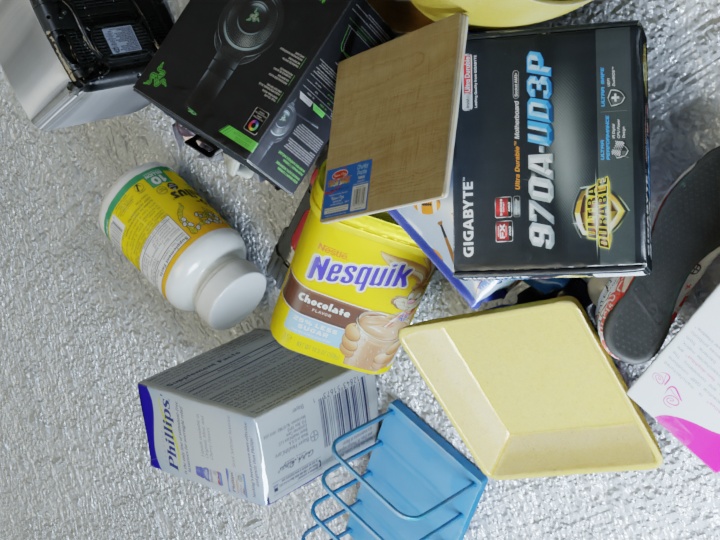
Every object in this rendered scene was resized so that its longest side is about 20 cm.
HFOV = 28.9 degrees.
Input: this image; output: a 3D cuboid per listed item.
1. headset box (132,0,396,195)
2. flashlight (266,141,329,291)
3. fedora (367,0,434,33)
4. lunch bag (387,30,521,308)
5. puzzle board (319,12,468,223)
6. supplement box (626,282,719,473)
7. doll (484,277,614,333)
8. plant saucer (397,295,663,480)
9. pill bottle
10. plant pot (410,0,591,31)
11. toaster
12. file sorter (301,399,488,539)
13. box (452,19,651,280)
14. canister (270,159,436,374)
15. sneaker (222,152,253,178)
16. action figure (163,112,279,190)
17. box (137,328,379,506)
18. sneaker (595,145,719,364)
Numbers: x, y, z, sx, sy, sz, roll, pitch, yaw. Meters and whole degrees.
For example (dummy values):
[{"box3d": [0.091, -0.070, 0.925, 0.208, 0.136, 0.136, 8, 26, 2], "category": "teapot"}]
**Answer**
[{"box3d": [-0.097, -0.194, 1.339, 0.174, 0.093, 0.201, 34, 90, 32], "category": "headset box"}, {"box3d": [-0.041, -0.052, 1.481, 0.067, 0.068, 0.201, 25, 131, -3], "category": "flashlight"}, {"box3d": [0.026, -0.314, 1.297, 0.199, 0.081, 0.203, 19, 118, 40], "category": "fedora"}, {"box3d": [0.104, -0.098, 1.244, 0.200, 0.124, 0.170, 46, 107, 13], "category": "lunch bag"}, {"box3d": [0.028, -0.123, 1.190, 0.199, 0.017, 0.153, -9, 72, 59], "category": "puzzle board"}, {"box3d": [0.319, 0.052, 1.119, 0.101, 0.103, 0.201, 42, 130, 12], "category": "supplement box"}, {"box3d": [0.171, 0.045, 1.309, 0.199, 0.048, 0.137, -29, 99, 45], "category": "doll"}, {"box3d": [0.162, 0.103, 1.295, 0.199, 0.049, 0.201, -11, 122, 39], "category": "plant saucer"}, {"box3d": [-0.203, -0.026, 1.616, 0.200, 0.112, 0.113, 43, 131, 26], "category": "pill bottle"}, {"box3d": [0.104, -0.281, 1.166, 0.142, 0.199, 0.202, -33, 81, 58], "category": "plant pot"}, {"box3d": [-0.314, -0.266, 1.576, 0.118, 0.199, 0.182, -33, 82, 42], "category": "toaster"}, {"box3d": [0.023, 0.272, 1.497, 0.138, 0.122, 0.202, 38, 129, 28], "category": "file sorter"}, {"box3d": [0.154, -0.094, 1.133, 0.157, 0.046, 0.203, -2, 83, 18], "category": "box"}, {"box3d": [0.000, 0.000, 1.410, 0.147, 0.087, 0.201, 17, 129, -7], "category": "canister"}, {"box3d": [-0.053, -0.146, 1.404, 0.198, 0.076, 0.093, -16, 74, 22], "category": "sneaker"}, {"box3d": [-0.151, -0.157, 1.530, 0.199, 0.069, 0.131, 34, 157, 31], "category": "action figure"}, {"box3d": [-0.111, 0.157, 1.544, 0.199, 0.183, 0.106, 11, 115, 43], "category": "box"}, {"box3d": [0.262, -0.017, 1.183, 0.067, 0.108, 0.203, 30, 94, 1], "category": "sneaker"}]
